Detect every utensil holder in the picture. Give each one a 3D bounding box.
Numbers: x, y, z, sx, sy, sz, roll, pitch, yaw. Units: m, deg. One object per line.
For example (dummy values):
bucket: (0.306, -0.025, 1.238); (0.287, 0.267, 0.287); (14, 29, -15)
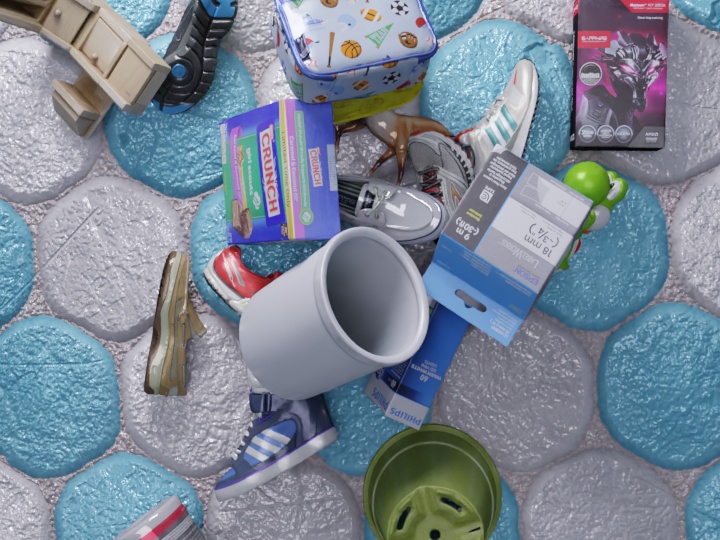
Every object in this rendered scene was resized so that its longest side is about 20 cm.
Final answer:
utensil holder: (-0.039, 0.061, 1.199); (0.199, 0.169, 0.172); (-28, 90, 45)

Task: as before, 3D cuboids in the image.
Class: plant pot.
plant pot: (0.097, 0.320, 1.247); (0.196, 0.190, 0.204); (0, 92, 2)

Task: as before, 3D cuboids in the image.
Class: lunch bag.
lunch bag: (-0.015, -0.294, 1.163); (0.196, 0.076, 0.163); (-11, 69, -18)

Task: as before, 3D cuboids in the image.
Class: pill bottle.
pill bottle: (-0.244, 0.423, 1.308); (0.110, 0.111, 0.202); (-34, 90, 4)

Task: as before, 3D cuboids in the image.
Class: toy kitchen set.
toy kitchen set: (-0.398, -0.275, 1.244); (0.200, 0.180, 0.164); (44, 107, 18)

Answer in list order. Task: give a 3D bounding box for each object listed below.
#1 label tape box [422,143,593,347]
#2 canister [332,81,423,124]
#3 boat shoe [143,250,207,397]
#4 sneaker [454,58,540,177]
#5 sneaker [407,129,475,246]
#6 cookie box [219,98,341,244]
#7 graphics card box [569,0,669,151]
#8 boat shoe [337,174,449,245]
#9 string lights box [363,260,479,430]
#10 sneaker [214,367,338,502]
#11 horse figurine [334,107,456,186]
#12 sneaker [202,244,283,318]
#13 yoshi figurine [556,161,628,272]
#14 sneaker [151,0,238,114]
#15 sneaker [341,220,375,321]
label tape box: (0.178, -0.031, 1.184); (0.143, 0.063, 0.202); (32, 84, 12)
canister: (-0.018, -0.311, 1.255); (0.146, 0.087, 0.203); (-17, 77, -15)
boat shoe: (-0.251, 0.076, 1.326); (0.075, 0.072, 0.204); (9, 100, -11)
sneaker: (0.179, -0.192, 1.284); (0.092, 0.070, 0.204); (14, 96, -3)
sneaker: (0.112, -0.090, 1.253); (0.077, 0.082, 0.203); (-7, 114, 46)
cookie box: (-0.108, -0.122, 1.237); (0.074, 0.199, 0.175); (-5, 92, -32)
graphics card box: (0.348, -0.264, 1.284); (0.123, 0.051, 0.204); (2, 93, 3)
boat shoe: (0.015, -0.080, 1.226); (0.197, 0.067, 0.075); (11, 82, 30)
string lights box: (0.082, 0.097, 1.278); (0.058, 0.103, 0.203); (24, 94, -20)
sneaker: (-0.140, 0.212, 1.318); (0.198, 0.081, 0.148); (-30, 82, 7)
horse figurine: (0.016, -0.188, 1.301); (0.198, 0.050, 0.134); (33, 83, 7)
sneaker: (-0.126, 0.044, 1.310); (0.200, 0.077, 0.085); (44, 84, -2)
yoshi figurine: (0.267, -0.070, 1.268); (0.200, 0.112, 0.113); (-44, 83, 1)
sneaker: (-0.226, -0.308, 1.310); (0.072, 0.082, 0.201); (25, 113, -25)
sneaker: (0.000, 0.000, 1.306); (0.080, 0.074, 0.204); (-9, 81, 18)
